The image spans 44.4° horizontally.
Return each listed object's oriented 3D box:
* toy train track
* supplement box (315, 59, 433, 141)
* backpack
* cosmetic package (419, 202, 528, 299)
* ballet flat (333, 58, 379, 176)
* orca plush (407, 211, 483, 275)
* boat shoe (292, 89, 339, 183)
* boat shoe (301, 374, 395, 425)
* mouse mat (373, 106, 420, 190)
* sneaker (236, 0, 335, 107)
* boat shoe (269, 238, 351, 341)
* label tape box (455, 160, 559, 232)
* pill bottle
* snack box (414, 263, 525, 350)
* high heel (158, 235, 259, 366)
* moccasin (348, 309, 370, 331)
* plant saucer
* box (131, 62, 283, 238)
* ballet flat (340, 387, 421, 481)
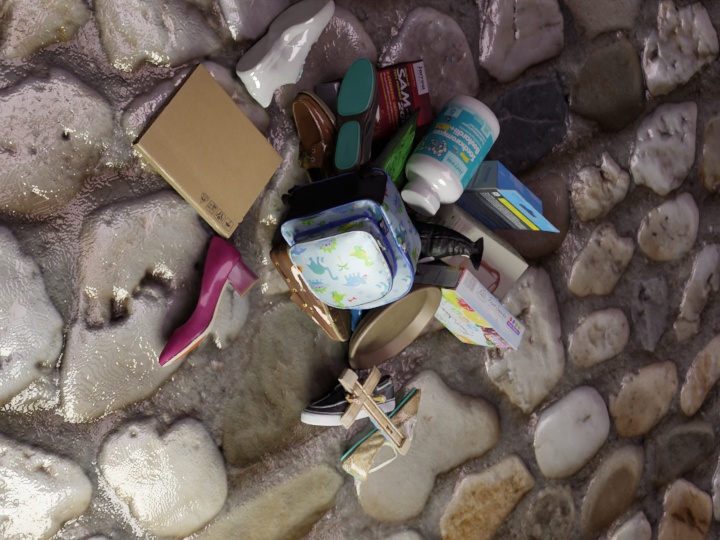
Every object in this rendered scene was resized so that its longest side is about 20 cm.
[{"bbox_3d":[0.032,0.239,1.470,0.201,0.032,0.115,53,57,-29],"label":"toy train track"},{"bbox_3d":[0.027,-0.278,1.475,0.198,0.060,0.111,-24,109,-35],"label":"supplement box"},{"bbox_3d":[-0.009,-0.030,1.327,0.201,0.180,0.149,55,33,-37],"label":"backpack"},{"bbox_3d":[0.199,-0.043,1.599,0.198,0.104,0.088,31,104,-35],"label":"cosmetic package"},{"bbox_3d":[-0.005,-0.228,1.375,0.068,0.067,0.204,42,54,-59],"label":"ballet flat"},{"bbox_3d":[0.106,-0.036,1.478,0.071,0.196,0.107,-13,122,-76],"label":"orca plush"},{"bbox_3d":[-0.064,-0.185,1.407,0.068,0.071,0.203,-39,117,-28],"label":"boat shoe"},{"bbox_3d":[-0.018,0.214,1.490,0.197,0.071,0.069,-5,99,-38],"label":"boat shoe"},{"bbox_3d":[0.048,-0.160,1.448,0.201,0.007,0.163,-56,162,-44],"label":"mouse mat"},{"bbox_3d":[-0.106,-0.339,1.368,0.200,0.075,0.089,-47,133,-17],"label":"sneaker"},{"bbox_3d":[-0.078,0.031,1.428,0.202,0.066,0.072,60,32,-24],"label":"boat shoe"},{"bbox_3d":[0.253,-0.133,1.580,0.143,0.198,0.064,34,73,-35],"label":"label tape box"},{"bbox_3d":[0.149,-0.194,1.520,0.111,0.110,0.202,44,71,-32],"label":"pill bottle"},{"bbox_3d":[0.186,0.066,1.587,0.200,0.141,0.054,42,69,-32],"label":"snack box"},{"bbox_3d":[-0.248,0.046,1.315,0.096,0.067,0.200,44,70,-1],"label":"high heel"},{"bbox_3d":[0.000,0.000,1.474,0.067,0.080,0.205,-15,105,-33],"label":"moccasin"},{"bbox_3d":[0.055,0.091,1.495,0.198,0.030,0.201,-33,154,-18],"label":"plant saucer"},{"bbox_3d":[-0.220,-0.176,1.311,0.200,0.021,0.165,48,62,-30],"label":"box"},{"bbox_3d":[0.051,0.293,1.552,0.199,0.071,0.065,-42,79,-19],"label":"ballet flat"}]
